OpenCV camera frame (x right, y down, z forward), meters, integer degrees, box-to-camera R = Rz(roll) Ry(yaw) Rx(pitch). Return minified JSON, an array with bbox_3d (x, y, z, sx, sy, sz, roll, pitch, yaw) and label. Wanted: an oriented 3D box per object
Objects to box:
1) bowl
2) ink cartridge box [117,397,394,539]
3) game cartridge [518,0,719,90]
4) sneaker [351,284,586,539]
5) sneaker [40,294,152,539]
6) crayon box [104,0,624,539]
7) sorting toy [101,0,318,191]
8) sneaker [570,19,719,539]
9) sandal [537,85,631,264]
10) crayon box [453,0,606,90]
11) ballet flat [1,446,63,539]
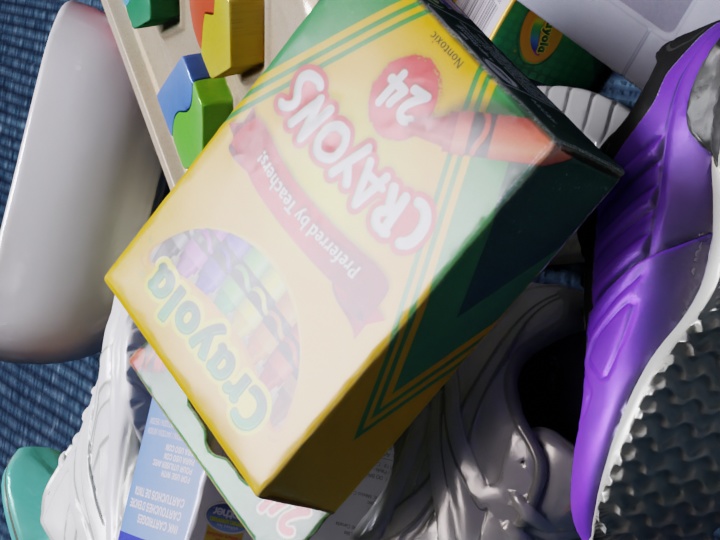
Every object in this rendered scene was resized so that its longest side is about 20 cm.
[{"bbox_3d":[-0.146,-0.039,1.223,0.200,0.074,0.201,93,-168,-87],"label":"bowl"},{"bbox_3d":[-0.020,0.085,0.916,0.076,0.136,0.201,0,75,63],"label":"ink cartridge box"},{"bbox_3d":[0.094,-0.162,0.843,0.200,0.041,0.133,40,120,21],"label":"game cartridge"},{"bbox_3d":[0.052,0.096,0.833,0.099,0.078,0.201,-5,77,49],"label":"sneaker"},{"bbox_3d":[-0.107,0.080,0.983,0.099,0.078,0.201,-11,68,44],"label":"sneaker"},{"bbox_3d":[-0.013,-0.003,0.809,0.200,0.051,0.127,-51,53,15],"label":"crayon box"},{"bbox_3d":[-0.075,-0.129,1.004,0.185,0.036,0.200,68,152,26],"label":"sorting toy"},{"bbox_3d":[0.111,0.004,0.785,0.099,0.069,0.201,16,86,58],"label":"sneaker"},{"bbox_3d":[0.057,-0.036,0.931,0.202,0.050,0.083,11,65,45],"label":"sandal"},{"bbox_3d":[0.075,-0.182,0.968,0.119,0.058,0.200,-58,31,26],"label":"crayon box"},{"bbox_3d":[-0.104,0.169,1.041,0.070,0.067,0.200,-20,92,38],"label":"ballet flat"}]
